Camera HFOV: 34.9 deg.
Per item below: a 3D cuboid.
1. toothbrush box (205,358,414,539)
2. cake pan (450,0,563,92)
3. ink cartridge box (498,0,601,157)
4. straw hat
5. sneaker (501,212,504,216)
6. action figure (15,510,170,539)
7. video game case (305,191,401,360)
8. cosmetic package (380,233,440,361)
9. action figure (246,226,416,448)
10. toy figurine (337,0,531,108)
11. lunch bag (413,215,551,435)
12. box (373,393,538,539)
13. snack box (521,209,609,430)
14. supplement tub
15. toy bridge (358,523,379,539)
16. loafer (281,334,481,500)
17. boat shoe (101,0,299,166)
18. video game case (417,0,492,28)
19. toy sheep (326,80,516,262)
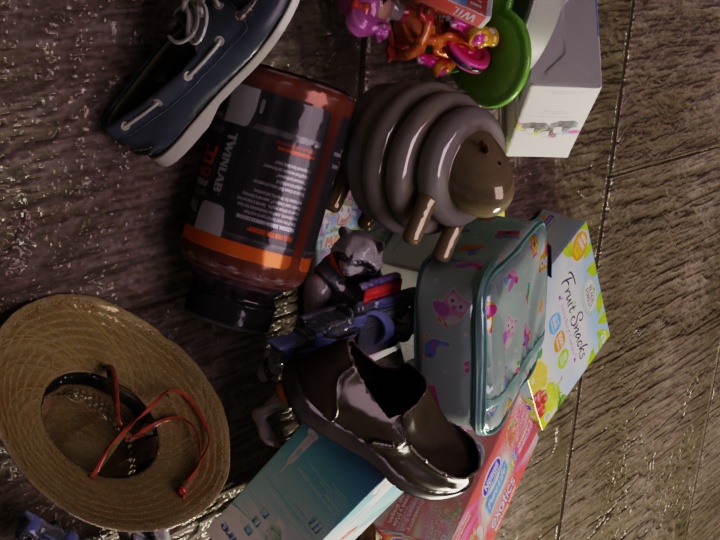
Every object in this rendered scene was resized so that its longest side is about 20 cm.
[{"bbox_3d":[-0.020,0.184,1.009,0.200,0.085,0.146,-48,163,28],"label":"toothbrush box"},{"bbox_3d":[0.130,-0.255,1.017,0.036,0.200,0.202,7,101,-18],"label":"cake pan"},{"bbox_3d":[0.178,-0.185,1.104,0.200,0.067,0.116,95,-3,-73],"label":"ink cartridge box"},{"bbox_3d":[-0.200,0.122,0.838,0.085,0.202,0.200,-39,159,34],"label":"straw hat"},{"bbox_3d":[0.111,-0.097,1.139,0.200,0.076,0.076,47,45,-51],"label":"sneaker"},{"bbox_3d":[-0.218,0.267,0.893,0.200,0.104,0.194,46,59,-22],"label":"action figure"},{"bbox_3d":[0.000,0.000,1.100,0.143,0.018,0.202,-22,121,-45],"label":"video game case"},{"bbox_3d":[0.091,0.032,1.149,0.108,0.084,0.201,-56,145,-36],"label":"cosmetic package"},{"bbox_3d":[-0.039,0.050,0.952,0.199,0.104,0.195,-6,128,-53],"label":"action figure"},{"bbox_3d":[0.022,-0.222,0.926,0.183,0.201,0.150,-4,150,-38],"label":"toy figurine"},{"bbox_3d":[0.111,0.045,1.000,0.200,0.076,0.162,-37,128,-59],"label":"lunch bag"},{"bbox_3d":[0.108,0.226,1.248,0.201,0.094,0.103,-59,143,-28],"label":"box"},{"bbox_3d":[0.217,0.059,1.359,0.169,0.067,0.201,-47,138,-28],"label":"snack box"},{"bbox_3d":[-0.079,-0.056,0.903,0.107,0.106,0.202,11,96,-53],"label":"supplement tub"},{"bbox_3d":[-0.006,0.224,1.180,0.067,0.027,0.201,-44,135,-35],"label":"toy bridge"},{"bbox_3d":[0.031,0.114,0.873,0.071,0.073,0.199,-39,130,25],"label":"loafer"},{"bbox_3d":[-0.111,-0.167,0.813,0.062,0.075,0.200,26,115,-37],"label":"boat shoe"},{"bbox_3d":[0.017,-0.281,0.872,0.199,0.017,0.144,19,61,-19],"label":"video game case"},{"bbox_3d":[0.043,-0.090,0.932,0.137,0.199,0.139,-28,130,-40],"label":"toy sheep"}]
